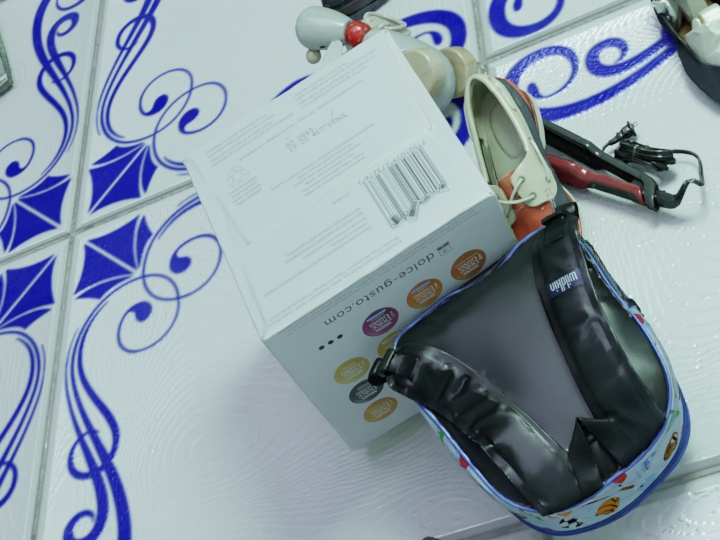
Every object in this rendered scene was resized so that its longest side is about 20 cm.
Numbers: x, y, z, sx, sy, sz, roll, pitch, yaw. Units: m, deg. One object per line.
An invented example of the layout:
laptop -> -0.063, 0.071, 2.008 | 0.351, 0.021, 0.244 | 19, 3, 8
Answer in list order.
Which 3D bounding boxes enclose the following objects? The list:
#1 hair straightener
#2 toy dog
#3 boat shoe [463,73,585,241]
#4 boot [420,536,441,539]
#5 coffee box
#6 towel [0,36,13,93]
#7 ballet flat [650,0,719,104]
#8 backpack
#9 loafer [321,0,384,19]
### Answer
hair straightener -> 0.215, -0.102, 1.184 | 0.199, 0.041, 0.077 | 22, 70, 49
toy dog -> 0.021, -0.186, 1.351 | 0.200, 0.130, 0.098 | 36, 118, 50
boat shoe -> 0.134, -0.075, 1.174 | 0.071, 0.062, 0.202 | -27, 62, 30
boot -> 0.049, 0.282, 0.975 | 0.200, 0.070, 0.146 | -49, 47, -9
coffee box -> 0.008, -0.020, 1.111 | 0.198, 0.198, 0.201 | -31, 52, 2
towel -> -0.549, -0.247, 1.824 | 0.192, 0.035, 0.201 | -36, 43, 5
ballet flat -> 0.297, -0.212, 1.200 | 0.073, 0.073, 0.201 | -30, 45, 9
backpack -> 0.138, 0.091, 1.002 | 0.199, 0.154, 0.191 | -40, 51, 9
loafer -> 0.031, -0.349, 1.492 | 0.199, 0.063, 0.072 | -39, 43, 1
